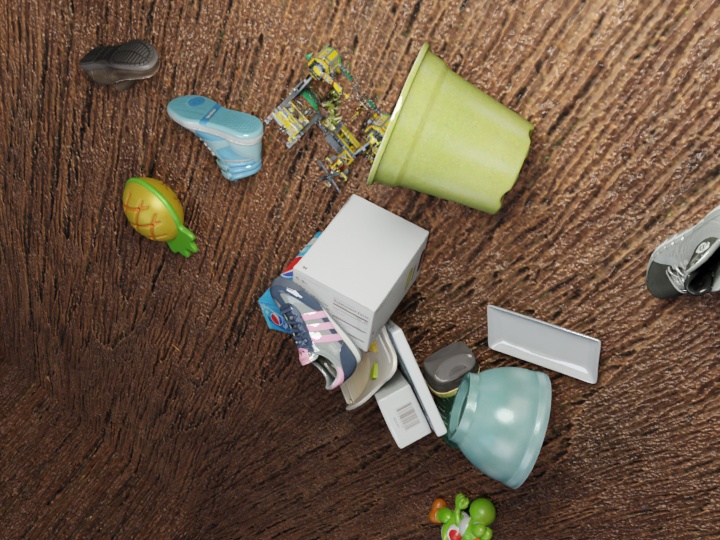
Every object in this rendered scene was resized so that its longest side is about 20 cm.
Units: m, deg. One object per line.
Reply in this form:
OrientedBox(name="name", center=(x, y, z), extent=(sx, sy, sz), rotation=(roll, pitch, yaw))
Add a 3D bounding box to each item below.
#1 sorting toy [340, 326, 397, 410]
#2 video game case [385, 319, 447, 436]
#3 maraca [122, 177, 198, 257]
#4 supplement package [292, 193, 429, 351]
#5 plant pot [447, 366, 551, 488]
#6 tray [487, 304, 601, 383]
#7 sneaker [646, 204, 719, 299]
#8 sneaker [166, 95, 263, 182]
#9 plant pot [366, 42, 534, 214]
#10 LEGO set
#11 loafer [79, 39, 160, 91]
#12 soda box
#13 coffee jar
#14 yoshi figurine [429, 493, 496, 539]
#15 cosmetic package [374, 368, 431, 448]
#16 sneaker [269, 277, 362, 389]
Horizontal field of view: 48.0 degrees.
OrientedBox(name="sorting toy", center=(0.009, 0.142, 1.515), extent=(0.180, 0.105, 0.204), rotation=(-29, 82, 64))
OrientedBox(name="video game case", center=(0.094, 0.191, 1.490), extent=(0.182, 0.023, 0.204), rotation=(-152, 38, -84))
OrientedBox(name="maraca", center=(-0.415, -0.110, 1.681), extent=(0.201, 0.107, 0.136), rotation=(49, 149, -13))
OrientedBox(name="supplement package", center=(0.000, 0.000, 1.354), extent=(0.153, 0.201, 0.112), rotation=(27, 143, 15))
OrientedBox(name="plant pot", center=(0.228, 0.252, 1.391), extent=(0.131, 0.203, 0.202), rotation=(19, 143, -2))
OrientedBox(name="tray", center=(0.307, 0.118, 1.359), extent=(0.196, 0.022, 0.109), rotation=(18, 137, 27))
OrientedBox(name="sneaker", center=(0.427, 0.001, 1.055), extent=(0.074, 0.116, 0.201), rotation=(35, 143, 5))
OrientedBox(name="sneaker", center=(-0.259, -0.228, 1.450), extent=(0.197, 0.080, 0.132), rotation=(24, 140, 21))
OrientedBox(name="plant pot", center=(0.128, -0.173, 1.096), extent=(0.181, 0.203, 0.202), rotation=(24, 143, 1))
OrientedBox(name="LEGO set", center=(-0.052, -0.223, 1.239), extent=(0.152, 0.116, 0.201), rotation=(-18, 116, 49))
OrientedBox(name="loafer", center=(-0.425, -0.368, 1.467), extent=(0.197, 0.074, 0.072), rotation=(13, 147, 39))
OrientedBox(name="soda box", center=(-0.096, 0.019, 1.457), extent=(0.063, 0.201, 0.069), rotation=(9, 135, 33))
OrientedBox(name="coffee jar", center=(0.182, 0.233, 1.514), extent=(0.085, 0.103, 0.203), rotation=(49, 162, 52))
OrientedBox(name="yoshi figurine", center=(0.245, 0.558, 1.831), extent=(0.199, 0.110, 0.115), rotation=(163, 103, -64))
OrientedBox(name="cosmetic package", center=(0.072, 0.260, 1.559), extent=(0.200, 0.073, 0.103), rotation=(-169, 54, -85))
OrientedBox(name="sneaker", center=(-0.083, 0.102, 1.293), extent=(0.200, 0.082, 0.070), rotation=(46, 144, -10))
